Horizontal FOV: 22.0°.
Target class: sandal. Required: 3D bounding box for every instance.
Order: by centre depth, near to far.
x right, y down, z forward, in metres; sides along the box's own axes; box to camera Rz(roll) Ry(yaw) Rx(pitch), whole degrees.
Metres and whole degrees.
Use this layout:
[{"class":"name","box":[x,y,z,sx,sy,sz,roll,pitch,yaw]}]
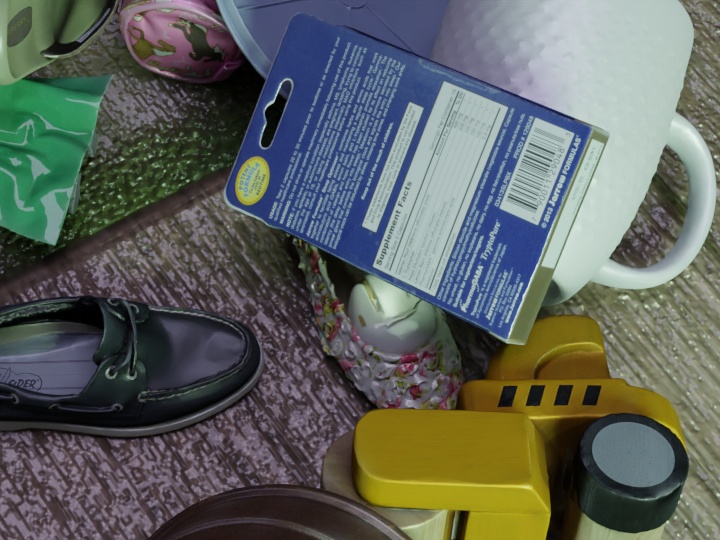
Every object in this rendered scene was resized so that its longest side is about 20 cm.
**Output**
[{"class":"sandal","box":[-0.175,-0.162,1.116,0.057,0.080,0.201,1,29,12]}]

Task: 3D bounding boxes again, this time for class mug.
[{"class":"mug","box":[0.123,-0.066,1.088,0.199,0.147,0.176,25,72,-20]}]

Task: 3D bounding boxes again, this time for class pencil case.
[{"class":"pencil case","box":[-0.097,-0.214,1.183,0.086,0.083,0.201,2,58,13]}]

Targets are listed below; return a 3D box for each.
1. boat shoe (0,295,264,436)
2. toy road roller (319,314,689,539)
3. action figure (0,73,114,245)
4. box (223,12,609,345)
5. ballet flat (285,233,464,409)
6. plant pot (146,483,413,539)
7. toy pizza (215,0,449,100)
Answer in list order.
[{"class":"boat shoe","box":[-0.152,0.045,1.032,0.198,0.066,0.075,0,59,-5]},{"class":"toy road roller","box":[0.074,0.102,0.992,0.199,0.123,0.147,0,45,-5]},{"class":"action figure","box":[-0.259,-0.088,1.109,0.199,0.055,0.119,16,61,0]},{"class":"box","box":[0.026,-0.055,1.014,0.199,0.032,0.122,26,99,28]},{"class":"ballet flat","box":[0.000,0.000,1.074,0.075,0.064,0.201,-23,64,-14]},{"class":"plant pot","box":[-0.062,0.207,0.823,0.199,0.198,0.202,0,91,14]},{"class":"toy pizza","box":[-0.015,-0.168,1.153,0.199,0.032,0.201,18,57,-30]}]
